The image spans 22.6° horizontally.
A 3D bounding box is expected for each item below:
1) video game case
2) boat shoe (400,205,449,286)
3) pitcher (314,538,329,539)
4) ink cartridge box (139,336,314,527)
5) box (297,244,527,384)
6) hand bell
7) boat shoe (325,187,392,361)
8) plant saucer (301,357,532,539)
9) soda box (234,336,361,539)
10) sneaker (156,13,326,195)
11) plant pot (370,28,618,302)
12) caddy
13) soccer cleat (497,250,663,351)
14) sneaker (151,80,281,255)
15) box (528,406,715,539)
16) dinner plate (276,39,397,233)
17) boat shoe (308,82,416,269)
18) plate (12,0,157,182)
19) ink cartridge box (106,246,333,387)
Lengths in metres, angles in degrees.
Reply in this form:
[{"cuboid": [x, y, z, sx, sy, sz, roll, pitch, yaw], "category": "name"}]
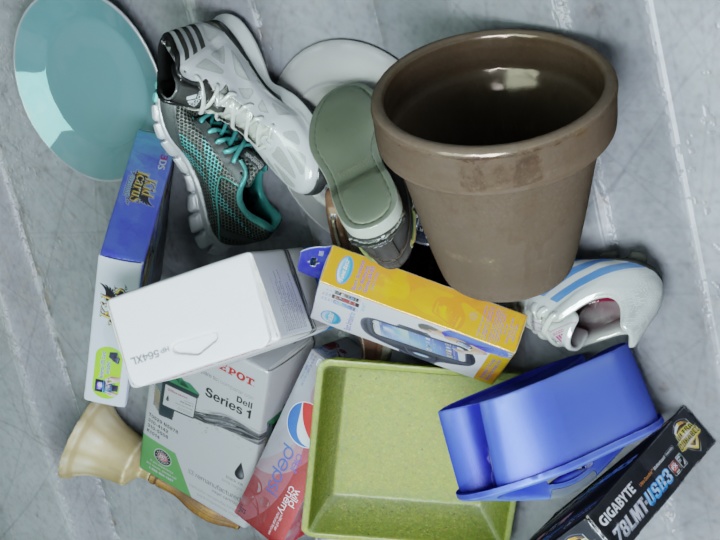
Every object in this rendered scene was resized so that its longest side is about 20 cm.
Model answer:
[{"cuboid": [-0.220, -0.004, 1.726, 0.045, 0.201, 0.182, 11, 129, -3], "category": "video game case"}, {"cuboid": [0.065, -0.047, 1.576, 0.071, 0.068, 0.201, 15, 124, 12], "category": "boat shoe"}, {"cuboid": [-0.065, 0.368, 1.855, 0.199, 0.121, 0.173, -32, 83, 33], "category": "pitcher"}, {"cuboid": [-0.137, 0.133, 1.815, 0.145, 0.084, 0.201, 25, 125, 24], "category": "ink cartridge box"}, {"cuboid": [0.036, 0.036, 1.545, 0.198, 0.042, 0.119, 18, 163, 0], "category": "box"}, {"cuboid": [-0.214, 0.223, 1.931, 0.199, 0.104, 0.105, 28, 127, 9], "category": "hand bell"}, {"cuboid": [0.000, 0.000, 1.635, 0.071, 0.076, 0.201, 1, 123, 5], "category": "boat shoe"}, {"cuboid": [0.051, 0.161, 1.669, 0.198, 0.048, 0.201, 4, 120, -3], "category": "plant saucer"}, {"cuboid": [-0.046, 0.167, 1.744, 0.063, 0.070, 0.201, 34, 114, 21], "category": "soda box"}, {"cuboid": [-0.118, -0.139, 1.623, 0.201, 0.115, 0.076, 54, 135, 17], "category": "sneaker"}, {"cuboid": [0.115, -0.074, 1.461, 0.199, 0.200, 0.176, 14, 129, 31], "category": "plant pot"}, {"cuboid": [0.163, 0.139, 1.526, 0.141, 0.199, 0.106, -22, 87, 58], "category": "caddy"}, {"cuboid": [0.160, 0.027, 1.531, 0.199, 0.087, 0.070, -1, 140, 37], "category": "soccer cleat"}, {"cuboid": [-0.129, -0.111, 1.702, 0.091, 0.078, 0.201, -2, 120, 32], "category": "sneaker"}, {"cuboid": [0.192, 0.224, 1.541, 0.050, 0.198, 0.200, 47, 132, 5], "category": "box"}, {"cuboid": [-0.007, -0.110, 1.640, 0.199, 0.024, 0.202, 18, 122, 30], "category": "dinner plate"}, {"cuboid": [0.003, -0.082, 1.532, 0.071, 0.202, 0.061, -22, 131, 9], "category": "boat shoe"}, {"cuboid": [-0.266, -0.186, 1.792, 0.199, 0.026, 0.202, 16, 120, 29], "category": "plate"}, {"cuboid": [-0.118, 0.039, 1.618, 0.145, 0.200, 0.085, -18, 86, 14], "category": "ink cartridge box"}]
